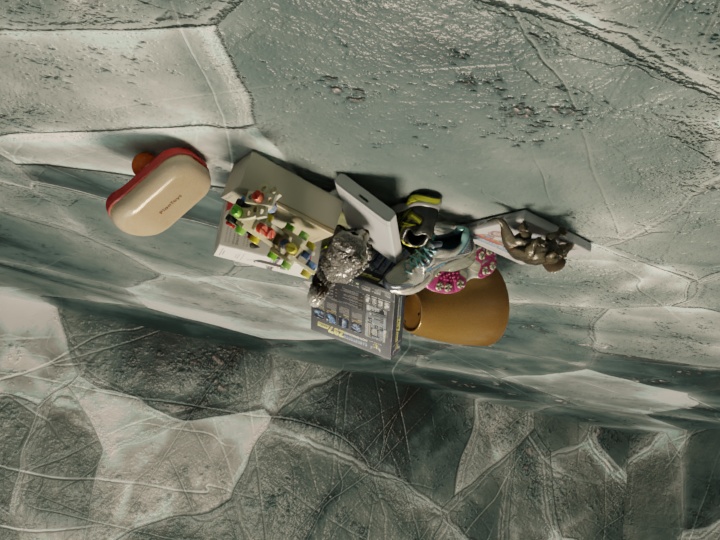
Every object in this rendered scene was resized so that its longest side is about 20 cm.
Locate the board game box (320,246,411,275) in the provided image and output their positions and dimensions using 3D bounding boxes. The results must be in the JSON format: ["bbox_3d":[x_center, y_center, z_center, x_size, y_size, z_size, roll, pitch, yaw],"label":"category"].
[{"bbox_3d":[0.000,0.000,1.768,0.199,0.062,0.201,41,130,8],"label":"board game box"}]

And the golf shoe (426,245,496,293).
[{"bbox_3d":[0.187,-0.004,1.753,0.198,0.077,0.091,-16,-162,-35],"label":"golf shoe"}]

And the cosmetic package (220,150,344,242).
[{"bbox_3d":[-0.141,-0.130,1.567,0.198,0.074,0.103,26,161,-22],"label":"cosmetic package"}]

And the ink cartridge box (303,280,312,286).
[{"bbox_3d":[-0.028,0.020,2.091,0.196,0.069,0.117,4,163,16],"label":"ink cartridge box"}]

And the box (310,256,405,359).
[{"bbox_3d":[-0.008,0.074,1.738,0.197,0.160,0.051,18,-149,27],"label":"box"}]

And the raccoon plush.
[{"bbox_3d":[-0.038,0.005,1.610,0.095,0.203,0.134,22,-164,0],"label":"raccoon plush"}]

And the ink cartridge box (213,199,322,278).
[{"bbox_3d":[-0.171,-0.083,1.667,0.197,0.147,0.084,14,164,-16],"label":"ink cartridge box"}]

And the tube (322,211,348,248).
[{"bbox_3d":[-0.065,-0.086,1.790,0.052,0.058,0.199,56,147,-3],"label":"tube"}]

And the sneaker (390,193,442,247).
[{"bbox_3d":[0.090,-0.082,1.622,0.073,0.086,0.200,13,164,-11],"label":"sneaker"}]

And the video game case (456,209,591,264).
[{"bbox_3d":[0.316,-0.061,1.671,0.198,0.024,0.181,21,161,-34],"label":"video game case"}]

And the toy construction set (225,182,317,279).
[{"bbox_3d":[-0.156,-0.071,1.488,0.130,0.092,0.201,32,163,38],"label":"toy construction set"}]

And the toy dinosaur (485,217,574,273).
[{"bbox_3d":[0.313,-0.040,1.566,0.196,0.078,0.103,9,151,-15],"label":"toy dinosaur"}]

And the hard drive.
[{"bbox_3d":[0.018,-0.093,1.605,0.131,0.027,0.200,38,168,18],"label":"hard drive"}]

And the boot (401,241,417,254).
[{"bbox_3d":[0.035,-0.016,1.831,0.156,0.080,0.212,27,142,7],"label":"boot"}]

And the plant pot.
[{"bbox_3d":[0.183,0.077,1.826,0.197,0.190,0.185,-5,174,-32],"label":"plant pot"}]

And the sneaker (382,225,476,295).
[{"bbox_3d":[0.126,-0.028,1.641,0.198,0.078,0.087,-27,141,-9],"label":"sneaker"}]

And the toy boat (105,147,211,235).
[{"bbox_3d":[-0.381,-0.162,1.575,0.199,0.131,0.130,-38,151,7],"label":"toy boat"}]
